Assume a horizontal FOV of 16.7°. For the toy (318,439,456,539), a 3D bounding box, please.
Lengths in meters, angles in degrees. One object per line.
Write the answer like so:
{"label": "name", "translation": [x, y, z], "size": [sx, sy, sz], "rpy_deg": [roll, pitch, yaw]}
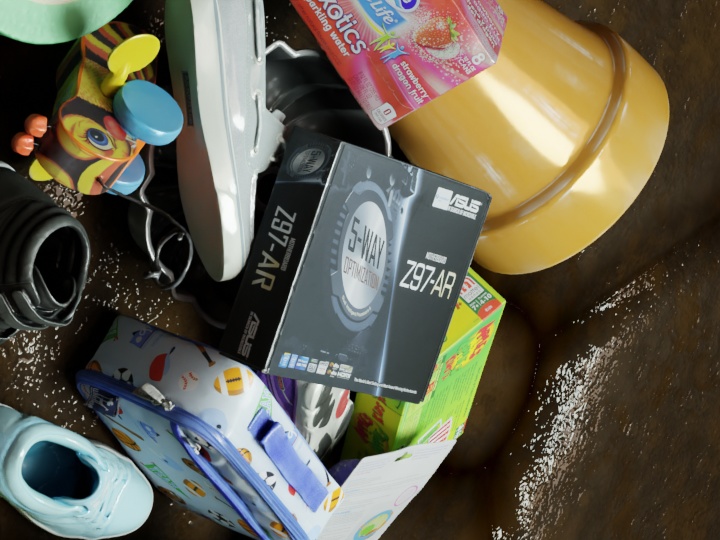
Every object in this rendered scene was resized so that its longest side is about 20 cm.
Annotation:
{"label": "toy", "translation": [-0.024, 0.190, 1.872], "size": [0.115, 0.047, 0.201], "rpy_deg": [-8, 139, -51]}

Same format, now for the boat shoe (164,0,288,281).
{"label": "boat shoe", "translation": [-0.080, -0.095, 1.606], "size": [0.071, 0.070, 0.203], "rpy_deg": [-10, 102, -24]}

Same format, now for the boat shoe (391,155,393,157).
{"label": "boat shoe", "translation": [0.027, -0.025, 1.880], "size": [0.057, 0.068, 0.201], "rpy_deg": [-49, 143, -32]}

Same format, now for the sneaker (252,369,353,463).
{"label": "sneaker", "translation": [-0.053, 0.096, 1.810], "size": [0.081, 0.083, 0.201], "rpy_deg": [-51, 163, -34]}

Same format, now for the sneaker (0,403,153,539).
{"label": "sneaker", "translation": [-0.197, 0.149, 1.677], "size": [0.200, 0.082, 0.074], "rpy_deg": [28, 85, -51]}

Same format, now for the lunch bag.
{"label": "lunch bag", "translation": [-0.102, 0.117, 1.711], "size": [0.076, 0.160, 0.200], "rpy_deg": [-55, 140, -17]}

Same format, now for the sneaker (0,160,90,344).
{"label": "sneaker", "translation": [-0.240, 0.035, 1.564], "size": [0.071, 0.099, 0.201], "rpy_deg": [22, 91, -53]}

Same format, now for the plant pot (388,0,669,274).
{"label": "plant pot", "translation": [0.098, -0.130, 1.828], "size": [0.183, 0.200, 0.201], "rpy_deg": [40, 75, -34]}

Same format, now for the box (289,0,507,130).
{"label": "box", "translation": [0.005, -0.212, 1.659], "size": [0.201, 0.099, 0.096], "rpy_deg": [55, 23, -17]}

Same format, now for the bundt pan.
{"label": "bundt pan", "translation": [-0.079, -0.061, 1.700], "size": [0.201, 0.076, 0.204], "rpy_deg": [-7, 103, -30]}

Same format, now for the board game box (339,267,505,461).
{"label": "board game box", "translation": [0.045, 0.090, 1.887], "size": [0.101, 0.048, 0.201], "rpy_deg": [-38, 160, -28]}

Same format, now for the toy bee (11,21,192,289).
{"label": "toy bee", "translation": [-0.166, -0.094, 1.547], "size": [0.108, 0.200, 0.132], "rpy_deg": [19, 108, -31]}

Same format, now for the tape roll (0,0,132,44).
{"label": "tape roll", "translation": [-0.197, -0.244, 1.531], "size": [0.200, 0.048, 0.202], "rpy_deg": [-22, 122, -42]}

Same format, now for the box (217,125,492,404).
{"label": "box", "translation": [0.000, 0.000, 1.674], "size": [0.199, 0.043, 0.161], "rpy_deg": [16, 93, -56]}
